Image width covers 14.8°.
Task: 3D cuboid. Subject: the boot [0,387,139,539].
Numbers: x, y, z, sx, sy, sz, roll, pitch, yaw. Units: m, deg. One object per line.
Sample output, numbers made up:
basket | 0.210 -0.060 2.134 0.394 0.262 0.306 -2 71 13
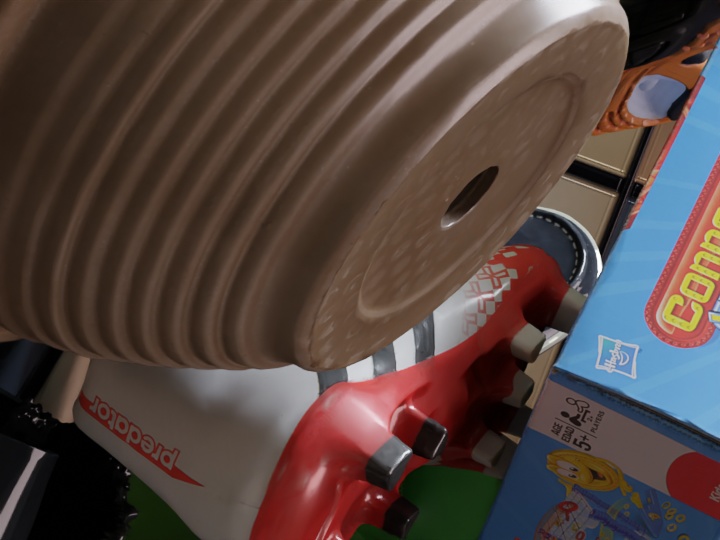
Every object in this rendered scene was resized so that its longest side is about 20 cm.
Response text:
boot | -0.109 0.116 0.708 0.200 0.076 0.169 73 41 -76

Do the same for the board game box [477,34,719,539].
board game box | 0.089 0.027 0.780 0.196 0.056 0.200 -59 172 -39

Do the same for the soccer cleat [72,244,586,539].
soccer cleat | -0.002 0.023 0.714 0.200 0.085 0.069 -32 148 -64

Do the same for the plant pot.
plant pot | -0.008 -0.046 0.593 0.201 0.093 0.201 -43 163 -16

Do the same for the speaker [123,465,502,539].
speaker | -0.046 0.086 0.897 0.200 0.088 0.089 -27 -148 46

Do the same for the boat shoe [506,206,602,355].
boat shoe | 0.000 0.000 0.967 0.062 0.199 0.075 122 -41 -52

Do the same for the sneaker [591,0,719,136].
sneaker | 0.087 -0.108 0.871 0.200 0.075 0.092 111 -35 -76
